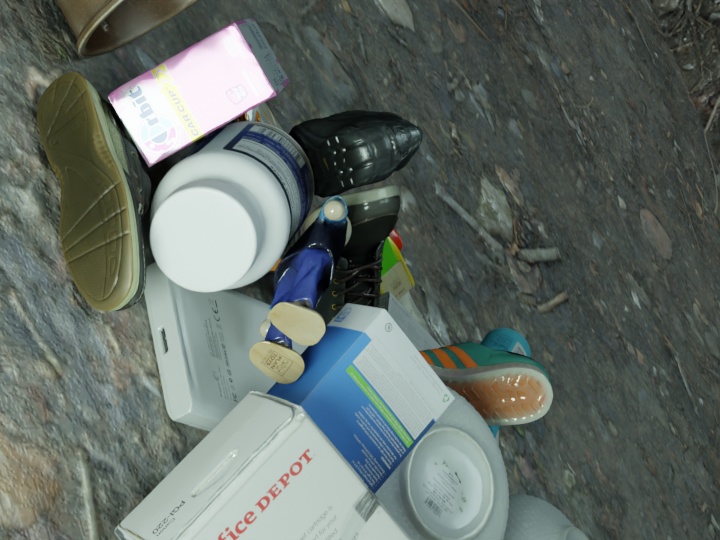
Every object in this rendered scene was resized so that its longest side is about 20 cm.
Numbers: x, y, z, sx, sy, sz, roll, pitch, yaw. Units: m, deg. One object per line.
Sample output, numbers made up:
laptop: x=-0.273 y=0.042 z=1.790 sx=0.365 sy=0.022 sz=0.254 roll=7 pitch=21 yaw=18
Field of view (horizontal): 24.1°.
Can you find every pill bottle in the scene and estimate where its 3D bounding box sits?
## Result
pill bottle: x=-0.105 y=-0.048 z=1.346 sx=0.111 sy=0.111 sz=0.200 roll=60 pitch=14 yaw=-10

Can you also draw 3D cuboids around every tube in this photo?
tube: x=0.113 y=0.123 z=1.611 sx=0.077 sy=0.050 sz=0.200 roll=42 pitch=34 yaw=-3

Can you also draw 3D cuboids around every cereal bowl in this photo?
cereal bowl: x=0.188 y=0.309 z=1.654 sx=0.200 sy=0.083 sz=0.200 roll=46 pitch=30 yaw=-36
cereal bowl: x=0.049 y=0.181 z=1.395 sx=0.200 sy=0.083 sz=0.200 roll=11 pitch=72 yaw=-37

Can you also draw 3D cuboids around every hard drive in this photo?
hard drive: x=-0.097 y=0.078 z=1.377 sx=0.200 sy=0.026 sz=0.132 roll=26 pitch=44 yaw=-54

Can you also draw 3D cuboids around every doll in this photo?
doll: x=-0.044 y=0.007 z=1.325 sx=0.048 sy=0.136 sz=0.200 roll=26 pitch=32 yaw=-6

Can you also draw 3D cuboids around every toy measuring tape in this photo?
toy measuring tape: x=0.017 y=0.007 z=1.649 sx=0.200 sy=0.074 sz=0.074 roll=63 pitch=18 yaw=-45

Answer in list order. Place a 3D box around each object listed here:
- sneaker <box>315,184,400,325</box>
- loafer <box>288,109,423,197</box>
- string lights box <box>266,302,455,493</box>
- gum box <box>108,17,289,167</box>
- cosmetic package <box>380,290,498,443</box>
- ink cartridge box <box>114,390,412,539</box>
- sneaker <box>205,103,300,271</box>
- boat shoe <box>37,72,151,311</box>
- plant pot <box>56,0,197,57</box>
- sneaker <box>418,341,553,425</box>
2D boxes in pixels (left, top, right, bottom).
sneaker: x=0.000 y=0.000 z=1.476 sx=0.075 sy=0.200 sz=0.106 roll=-12 pitch=75 yaw=-19
loafer: x=-0.007 y=-0.101 z=1.429 sx=0.201 sy=0.070 sz=0.068 roll=6 pitch=-66 yaw=69
string lights box: x=-0.030 y=0.131 z=1.277 sx=0.200 sy=0.059 sz=0.103 roll=-47 pitch=116 yaw=-20
gum box: x=-0.126 y=-0.148 z=1.371 sx=0.066 sy=0.113 sz=0.200 roll=60 pitch=5 yaw=-8
cosmetic package: x=0.062 y=0.116 z=1.629 sx=0.200 sy=0.051 sz=0.083 roll=47 pitch=33 yaw=-32
ink cartridge box: x=-0.052 y=0.205 z=1.186 sx=0.146 sy=0.085 sz=0.200 roll=-45 pitch=117 yaw=-17
sneaker: x=-0.087 y=-0.092 z=1.513 sx=0.092 sy=0.076 sz=0.200 roll=18 pitch=52 yaw=-64
boat shoe: x=-0.188 y=-0.058 z=1.271 sx=0.065 sy=0.073 sz=0.200 roll=18 pitch=50 yaw=-51
plant pot: x=-0.200 y=-0.312 z=1.373 sx=0.198 sy=0.200 sz=0.200 roll=56 pitch=24 yaw=0
sneaker: x=0.072 y=0.104 z=1.532 sx=0.080 sy=0.200 sz=0.071 roll=-86 pitch=179 yaw=-77
